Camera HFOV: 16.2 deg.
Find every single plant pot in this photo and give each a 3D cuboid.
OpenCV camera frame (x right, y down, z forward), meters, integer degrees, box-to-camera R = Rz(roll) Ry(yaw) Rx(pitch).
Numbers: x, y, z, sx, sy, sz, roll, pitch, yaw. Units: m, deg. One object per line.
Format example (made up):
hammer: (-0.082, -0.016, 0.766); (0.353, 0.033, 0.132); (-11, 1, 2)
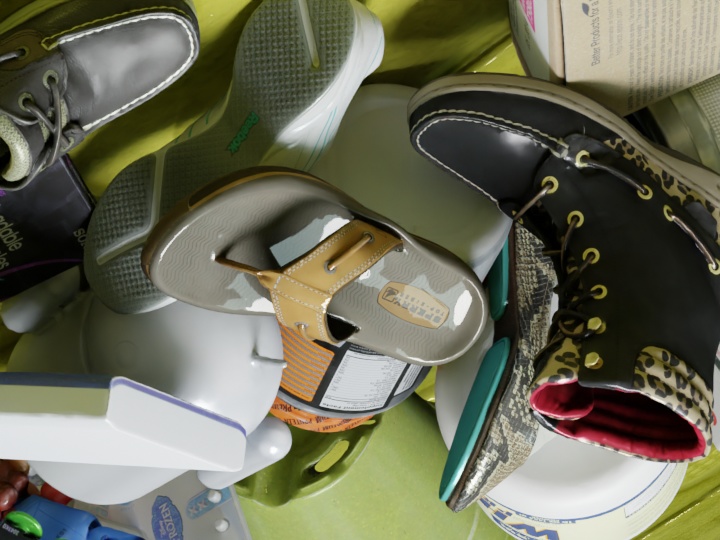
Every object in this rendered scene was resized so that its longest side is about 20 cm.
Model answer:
plant pot: (-0.016, 0.129, 1.585); (0.199, 0.201, 0.190); (-27, 146, 2)

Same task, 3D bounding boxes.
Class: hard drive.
hard drive: (-0.173, 0.072, 1.238); (0.199, 0.026, 0.132); (1, 167, 26)

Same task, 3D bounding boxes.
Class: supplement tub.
supplement tub: (0.000, 0.000, 1.376); (0.122, 0.123, 0.200); (-15, 155, -26)
supplement tub: (0.123, 0.087, 1.486); (0.144, 0.146, 0.200); (-26, 163, 0)

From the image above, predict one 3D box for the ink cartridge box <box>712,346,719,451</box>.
ink cartridge box: (0.260, 0.006, 1.636); (0.084, 0.147, 0.200); (-18, 156, -21)

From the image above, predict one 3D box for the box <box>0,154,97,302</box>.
box: (-0.227, -0.007, 1.230); (0.199, 0.036, 0.143); (-28, 158, -2)

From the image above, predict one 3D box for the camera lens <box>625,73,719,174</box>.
camera lens: (0.232, -0.074, 1.416); (0.199, 0.161, 0.160); (-21, 157, -12)

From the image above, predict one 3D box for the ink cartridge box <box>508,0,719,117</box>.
ink cartridge box: (0.156, -0.164, 1.253); (0.164, 0.075, 0.200); (-23, 158, -4)

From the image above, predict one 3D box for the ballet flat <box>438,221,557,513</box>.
ballet flat: (0.095, 0.037, 1.370); (0.075, 0.202, 0.068); (12, 165, -8)

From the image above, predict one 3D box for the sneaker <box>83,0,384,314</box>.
sneaker: (-0.056, -0.053, 1.244); (0.200, 0.070, 0.080); (-47, 162, 15)

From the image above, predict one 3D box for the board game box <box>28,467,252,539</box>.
board game box: (-0.161, 0.175, 1.485); (0.199, 0.201, 0.026); (-31, 144, 12)

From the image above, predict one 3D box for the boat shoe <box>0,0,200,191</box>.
boat shoe: (-0.158, -0.066, 1.116); (0.200, 0.066, 0.072); (-21, 131, -9)

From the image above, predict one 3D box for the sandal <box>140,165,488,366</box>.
sandal: (-0.012, 0.009, 1.217); (0.199, 0.055, 0.082); (24, 108, -36)

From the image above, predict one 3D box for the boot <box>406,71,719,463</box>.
boot: (0.105, -0.002, 1.254); (0.199, 0.151, 0.073); (25, 145, -19)

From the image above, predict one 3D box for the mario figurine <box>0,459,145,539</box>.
mario figurine: (-0.177, 0.161, 1.451); (0.123, 0.199, 0.107); (-22, 132, -48)

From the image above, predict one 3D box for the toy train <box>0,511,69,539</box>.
toy train: (-0.235, 0.129, 1.352); (0.056, 0.199, 0.042); (-54, -174, 49)

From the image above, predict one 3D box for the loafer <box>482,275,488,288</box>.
loafer: (0.070, 0.005, 1.532); (0.072, 0.073, 0.200); (-29, 159, -6)

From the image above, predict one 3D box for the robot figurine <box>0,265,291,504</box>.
robot figurine: (-0.116, 0.055, 1.351); (0.169, 0.113, 0.200); (36, 143, -19)
